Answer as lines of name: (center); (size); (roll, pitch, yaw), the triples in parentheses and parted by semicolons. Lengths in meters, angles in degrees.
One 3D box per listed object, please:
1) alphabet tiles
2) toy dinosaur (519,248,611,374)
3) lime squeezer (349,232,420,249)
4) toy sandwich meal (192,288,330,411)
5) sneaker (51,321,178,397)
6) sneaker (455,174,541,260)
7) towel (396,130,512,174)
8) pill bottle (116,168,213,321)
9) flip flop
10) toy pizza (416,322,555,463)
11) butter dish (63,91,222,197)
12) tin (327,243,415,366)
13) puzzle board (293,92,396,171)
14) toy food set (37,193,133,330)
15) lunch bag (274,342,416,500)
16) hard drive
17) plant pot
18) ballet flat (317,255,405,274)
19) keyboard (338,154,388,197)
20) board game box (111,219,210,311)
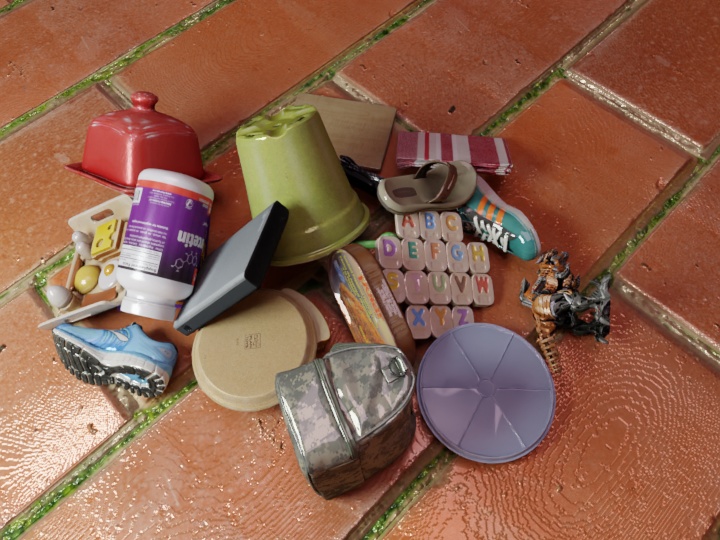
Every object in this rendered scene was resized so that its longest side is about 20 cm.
alphabet tiles: (0.114, 0.003, 1.004); (0.195, 0.015, 0.201); (3, 73, -25)
toy dinosaur: (0.302, 0.059, 0.994); (0.132, 0.102, 0.206); (1, 74, 21)
lime squeezer: (0.053, -0.044, 1.040); (0.196, 0.070, 0.039); (-13, 95, -32)
toy sandwich meal: (-0.146, 0.113, 0.973); (0.199, 0.071, 0.210); (-2, 60, 4)
sneaker: (-0.357, 0.118, 0.983); (0.195, 0.080, 0.091); (17, 40, 8)
sneaker: (0.204, -0.076, 1.083); (0.079, 0.072, 0.201); (-29, 53, -15)
towel: (0.160, -0.206, 1.165); (0.194, 0.023, 0.145); (5, 31, 4)
pill bottle: (-0.284, -0.035, 0.965); (0.109, 0.112, 0.206); (11, 86, 9)
flip flop: (0.111, -0.137, 1.027); (0.196, 0.058, 0.082); (-14, 59, -35)
toy pizza: (0.175, 0.170, 0.942); (0.194, 0.032, 0.205); (0, 60, 0)
butter dish: (-0.350, -0.212, 1.083); (0.197, 0.152, 0.197); (21, 25, 34)
tin: (0.015, 0.058, 0.952); (0.041, 0.112, 0.204); (-22, 82, -24)
puzzle board: (-0.042, -0.256, 1.236); (0.195, 0.018, 0.154); (11, 59, 9)
toy food set: (-0.419, -0.015, 1.029); (0.141, 0.060, 0.204); (-18, 54, 24)
lunch bag: (-0.006, 0.184, 0.845); (0.164, 0.202, 0.142); (-20, 61, -7)
hard drive: (-0.183, 0.000, 0.946); (0.033, 0.198, 0.142); (36, 47, -24)
plant pot: (-0.101, -0.140, 1.016); (0.195, 0.188, 0.202); (-14, 27, 7)
ballet flat: (0.000, 0.000, 1.043); (0.195, 0.072, 0.073); (15, 58, 13)
keyboard: (0.028, -0.141, 1.096); (0.197, 0.127, 0.021); (28, 85, 19)
board game box: (-0.318, -0.036, 1.084); (0.130, 0.045, 0.204); (-3, 57, 0)
